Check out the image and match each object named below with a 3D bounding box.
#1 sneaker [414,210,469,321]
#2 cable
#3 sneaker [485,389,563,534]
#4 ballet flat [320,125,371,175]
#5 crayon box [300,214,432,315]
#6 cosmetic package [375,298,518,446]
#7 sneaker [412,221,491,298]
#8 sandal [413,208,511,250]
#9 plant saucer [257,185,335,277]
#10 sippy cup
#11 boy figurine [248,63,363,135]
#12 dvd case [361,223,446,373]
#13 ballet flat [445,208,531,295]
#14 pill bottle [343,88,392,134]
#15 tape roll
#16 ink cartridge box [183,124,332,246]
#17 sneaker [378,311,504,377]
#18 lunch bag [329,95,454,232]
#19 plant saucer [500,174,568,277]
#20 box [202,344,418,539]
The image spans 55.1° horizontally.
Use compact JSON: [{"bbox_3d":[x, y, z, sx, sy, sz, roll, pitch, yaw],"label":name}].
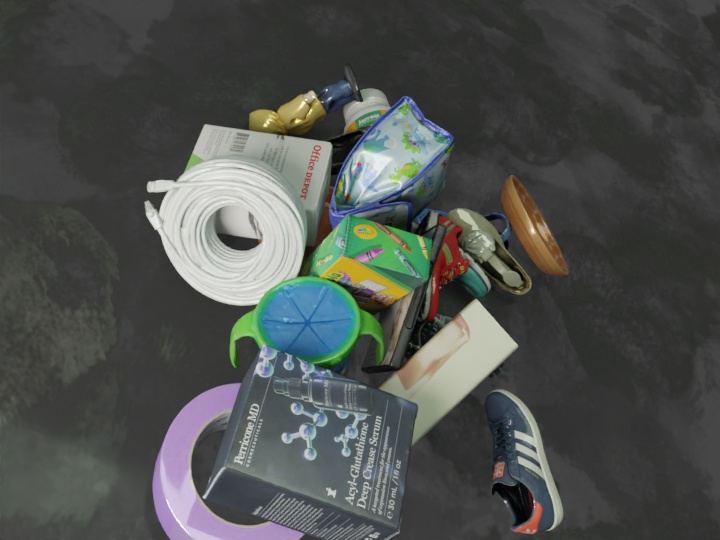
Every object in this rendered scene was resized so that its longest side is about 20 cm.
[{"bbox_3d":[0.121,-0.007,1.023,0.084,0.077,0.202,20,50,-8],"label":"sneaker"},{"bbox_3d":[-0.167,-0.052,0.922,0.197,0.203,0.069,-12,23,10],"label":"cable"},{"bbox_3d":[0.209,0.264,0.961,0.083,0.075,0.202,-2,59,-33],"label":"sneaker"},{"bbox_3d":[-0.041,-0.189,1.103,0.197,0.057,0.067,-18,61,7],"label":"ballet flat"},{"bbox_3d":[0.000,0.000,0.924,0.117,0.200,0.059,15,68,-16],"label":"crayon box"},{"bbox_3d":[0.103,0.141,0.923,0.199,0.104,0.087,-40,80,-11],"label":"cosmetic package"},{"bbox_3d":[0.117,-0.005,1.122,0.198,0.078,0.080,28,68,1],"label":"sneaker"},{"bbox_3d":[0.177,-0.074,1.178,0.197,0.087,0.081,9,55,-19],"label":"sandal"},{"bbox_3d":[-0.067,-0.052,1.074,0.197,0.032,0.203,14,52,-18],"label":"plant saucer"},{"bbox_3d":[-0.068,0.101,0.888,0.176,0.131,0.140,26,52,19],"label":"sippy cup"},{"bbox_3d":[-0.093,-0.268,1.153,0.197,0.124,0.065,-23,89,6],"label":"boy figurine"},{"bbox_3d":[0.058,0.043,0.950,0.017,0.143,0.203,23,75,-10],"label":"dvd case"},{"bbox_3d":[0.214,-0.025,1.131,0.199,0.069,0.070,39,44,-27],"label":"ballet flat"},{"bbox_3d":[0.033,-0.208,1.182,0.111,0.113,0.203,0,58,-27],"label":"pill bottle"},{"bbox_3d":[-0.139,0.239,0.811,0.197,0.066,0.203,14,52,-19],"label":"tape roll"},{"bbox_3d":[-0.149,-0.126,1.013,0.196,0.085,0.147,9,51,3],"label":"ink cartridge box"},{"bbox_3d":[0.121,0.103,1.045,0.197,0.079,0.086,24,10,9],"label":"sneaker"},{"bbox_3d":[0.033,-0.116,0.991,0.200,0.170,0.127,-43,76,-11],"label":"lunch bag"},{"bbox_3d":[0.303,-0.073,1.221,0.200,0.037,0.202,48,25,-30],"label":"plant saucer"},{"bbox_3d":[-0.051,0.200,0.769,0.197,0.107,0.150,22,51,-11],"label":"box"}]
